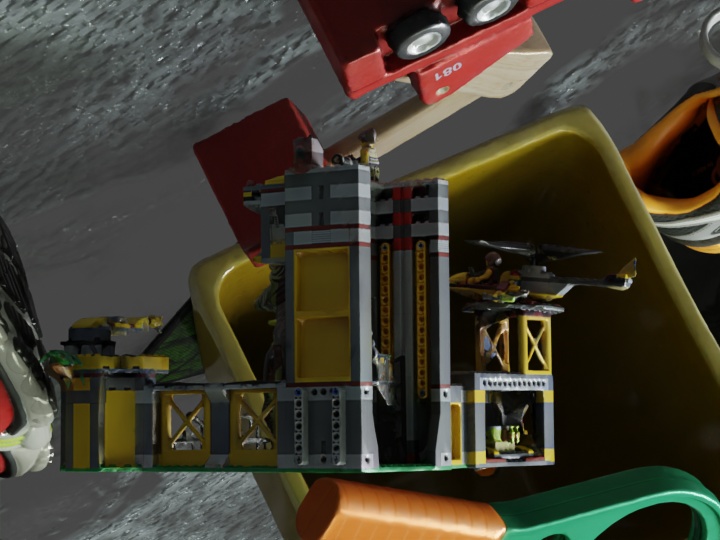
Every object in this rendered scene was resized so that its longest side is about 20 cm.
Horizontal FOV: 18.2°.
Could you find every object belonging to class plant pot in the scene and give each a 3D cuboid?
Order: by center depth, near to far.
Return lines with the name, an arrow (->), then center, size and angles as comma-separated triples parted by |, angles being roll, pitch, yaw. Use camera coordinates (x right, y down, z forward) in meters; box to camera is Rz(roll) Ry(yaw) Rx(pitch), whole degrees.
plant pot -> 0.040, 0.077, 1.005 | 0.194, 0.196, 0.200 | -23, 167, -15

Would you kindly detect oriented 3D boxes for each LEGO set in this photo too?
LEGO set -> -0.012, 0.012, 0.795 | 0.154, 0.116, 0.200 | -4, 174, 41

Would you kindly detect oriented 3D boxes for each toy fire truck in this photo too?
toy fire truck -> 0.033, -0.082, 0.793 | 0.200, 0.049, 0.141 | -26, 161, -3

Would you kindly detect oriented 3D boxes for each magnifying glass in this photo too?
magnifying glass -> 0.060, 0.100, 0.831 | 0.200, 0.022, 0.080 | 12, 118, -40

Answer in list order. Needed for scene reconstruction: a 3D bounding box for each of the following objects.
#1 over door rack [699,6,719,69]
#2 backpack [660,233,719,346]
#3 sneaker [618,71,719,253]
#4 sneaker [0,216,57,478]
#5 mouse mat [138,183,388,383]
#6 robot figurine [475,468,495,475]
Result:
over door rack -> 0.234, -0.145, 0.877 | 0.200, 0.067, 0.148 | -26, 162, -4
backpack -> 0.220, 0.061, 1.190 | 0.182, 0.200, 0.135 | -28, 161, 0
sneaker -> 0.195, -0.072, 1.007 | 0.077, 0.078, 0.200 | 8, 141, -45
sneaker -> -0.158, 0.039, 0.823 | 0.085, 0.077, 0.200 | -14, 157, -12
mouse mat -> 0.000, 0.000, 1.033 | 0.200, 0.008, 0.161 | -12, 156, -40
robot figurine -> 0.089, 0.132, 1.418 | 0.200, 0.058, 0.145 | -8, 154, -43
